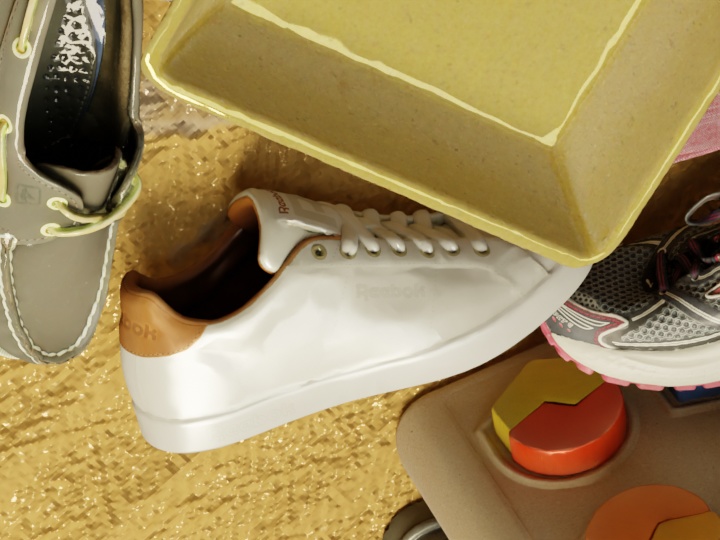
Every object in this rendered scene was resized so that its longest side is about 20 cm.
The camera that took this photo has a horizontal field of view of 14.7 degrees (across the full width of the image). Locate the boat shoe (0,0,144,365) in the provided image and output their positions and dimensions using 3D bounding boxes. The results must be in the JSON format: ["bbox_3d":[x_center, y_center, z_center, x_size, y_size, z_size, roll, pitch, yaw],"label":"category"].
[{"bbox_3d":[-0.113,-0.048,1.017,0.072,0.060,0.203,-24,128,-38],"label":"boat shoe"}]

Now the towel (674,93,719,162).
[{"bbox_3d":[0.161,-0.138,1.058,0.143,0.023,0.201,-15,124,-24],"label":"towel"}]

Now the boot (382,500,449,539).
[{"bbox_3d":[0.058,0.215,1.186,0.072,0.200,0.183,-16,125,-14],"label":"boot"}]

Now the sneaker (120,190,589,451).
[{"bbox_3d":[0.000,0.000,1.097,0.199,0.073,0.085,-22,120,-16],"label":"sneaker"}]

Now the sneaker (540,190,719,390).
[{"bbox_3d":[0.167,-0.010,1.143,0.199,0.081,0.075,-13,129,9],"label":"sneaker"}]

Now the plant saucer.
[{"bbox_3d":[0.049,-0.122,0.977,0.199,0.049,0.200,22,113,-24],"label":"plant saucer"}]

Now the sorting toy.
[{"bbox_3d":[0.132,0.074,1.142,0.199,0.185,0.037,-26,134,-7],"label":"sorting toy"}]
